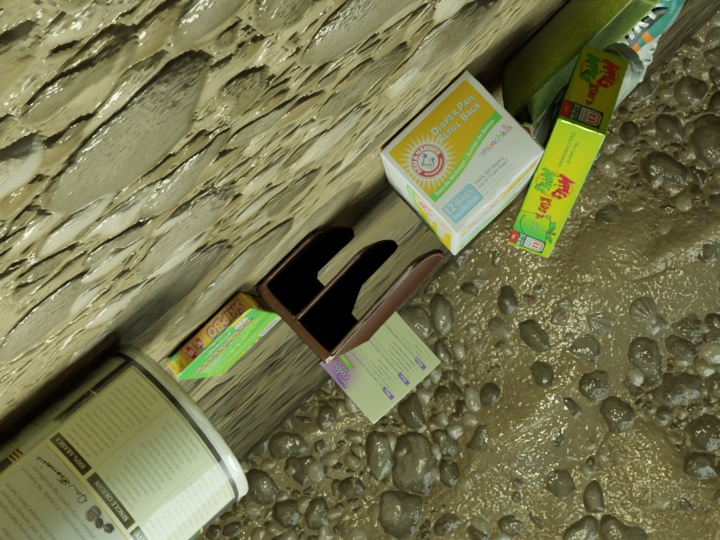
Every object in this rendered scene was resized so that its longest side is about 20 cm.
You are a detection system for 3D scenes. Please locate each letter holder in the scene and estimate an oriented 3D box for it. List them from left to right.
[{"bbox_3d":[0.000,0.000,1.147,0.142,0.101,0.200,-46,174,10],"label":"letter holder"}]

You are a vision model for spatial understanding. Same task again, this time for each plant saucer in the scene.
[{"bbox_3d":[0.222,-0.238,1.163,0.200,0.048,0.200,-44,174,15],"label":"plant saucer"}]

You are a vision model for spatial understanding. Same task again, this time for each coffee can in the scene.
[{"bbox_3d":[-0.201,0.171,0.804,0.200,0.146,0.146,-40,174,-22],"label":"coffee can"}]

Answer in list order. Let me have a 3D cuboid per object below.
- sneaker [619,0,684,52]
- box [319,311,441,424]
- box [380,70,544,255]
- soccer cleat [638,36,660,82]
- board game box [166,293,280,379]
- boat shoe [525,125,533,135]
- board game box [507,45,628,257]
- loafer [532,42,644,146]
[{"bbox_3d":[0.299,-0.273,1.306,0.080,0.071,0.200,-43,177,-40],"label":"sneaker"},{"bbox_3d":[0.045,0.198,2.417,0.200,0.176,0.097,-43,173,-1],"label":"box"},{"bbox_3d":[0.095,-0.096,1.071,0.112,0.101,0.200,-43,174,-1],"label":"box"},{"bbox_3d":[0.351,-0.294,1.424,0.200,0.086,0.070,-45,173,18],"label":"soccer cleat"},{"bbox_3d":[-0.130,0.066,1.101,0.095,0.030,0.200,-44,177,0],"label":"board game box"},{"bbox_3d":[0.162,-0.124,1.489,0.063,0.071,0.200,-40,170,-44],"label":"boat shoe"},{"bbox_3d":[0.203,-0.113,1.112,0.200,0.047,0.102,102,10,-56],"label":"board game box"},{"bbox_3d":[0.225,-0.161,1.203,0.070,0.070,0.200,-30,160,-41],"label":"loafer"}]
